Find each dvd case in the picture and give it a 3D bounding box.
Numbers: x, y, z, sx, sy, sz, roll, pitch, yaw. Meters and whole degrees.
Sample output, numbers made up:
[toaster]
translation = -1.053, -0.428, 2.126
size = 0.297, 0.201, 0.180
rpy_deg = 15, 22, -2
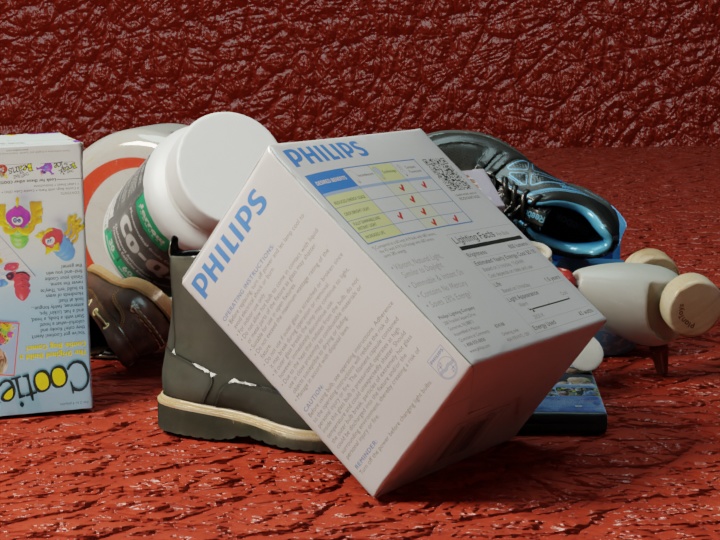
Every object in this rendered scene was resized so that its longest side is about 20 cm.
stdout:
[dvd case]
translation = 0.111, 0.093, 1.456
size = 0.141, 0.018, 0.200
rpy_deg = 0, 10, 3

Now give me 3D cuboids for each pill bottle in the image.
[pill bottle]
translation = -0.139, -0.055, 1.586
size = 0.112, 0.114, 0.200
rpy_deg = -4, -15, -24

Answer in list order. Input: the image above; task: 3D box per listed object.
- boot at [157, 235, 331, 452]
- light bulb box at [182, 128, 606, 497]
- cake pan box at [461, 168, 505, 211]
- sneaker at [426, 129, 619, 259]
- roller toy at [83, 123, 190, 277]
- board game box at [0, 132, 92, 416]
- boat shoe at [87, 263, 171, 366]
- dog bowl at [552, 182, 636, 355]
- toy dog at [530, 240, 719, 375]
[boot]
translation = -0.051, 0.050, 1.337
size = 0.198, 0.140, 0.077
rpy_deg = 3, 9, 12
[light bulb box]
translation = 0.025, 0.020, 1.270
size = 0.200, 0.125, 0.198
rpy_deg = 47, 28, 19
[cake pan box]
translation = 0.000, 0.000, 1.562
size = 0.198, 0.185, 0.053
rpy_deg = -4, 46, -30
[sneaker]
translation = 0.132, -0.065, 1.617
size = 0.198, 0.074, 0.082
rpy_deg = 19, 11, 0
[roller toy]
translation = -0.190, -0.047, 1.822
size = 0.198, 0.185, 0.140
rpy_deg = 2, 8, 13
[board game box]
translation = -0.266, 0.001, 1.445
size = 0.104, 0.202, 0.103
rpy_deg = -4, 9, -18
[boat shoe]
translation = -0.218, 0.041, 1.633
size = 0.070, 0.071, 0.200
rpy_deg = -45, 17, -15
[dog bowl]
translation = 0.197, -0.002, 1.690
size = 0.110, 0.050, 0.201
rpy_deg = 2, 39, -23
[toy dog]
translation = 0.190, 0.041, 1.532
size = 0.198, 0.097, 0.132
rpy_deg = 4, 17, 4
